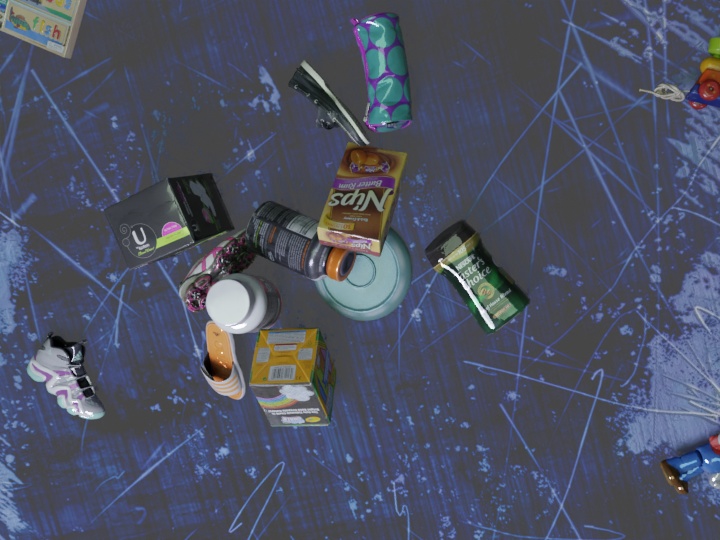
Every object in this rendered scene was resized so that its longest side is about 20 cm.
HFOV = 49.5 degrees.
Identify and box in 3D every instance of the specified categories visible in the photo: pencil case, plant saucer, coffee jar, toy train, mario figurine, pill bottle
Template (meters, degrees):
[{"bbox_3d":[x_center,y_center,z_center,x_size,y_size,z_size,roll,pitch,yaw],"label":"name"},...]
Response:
[{"bbox_3d":[0.039,-0.353,1.401,0.091,0.085,0.202,-10,97,-15],"label":"pencil case"},{"bbox_3d":[0.000,0.000,1.498,0.198,0.027,0.203,2,100,13],"label":"plant saucer"},{"bbox_3d":[0.210,0.010,1.421,0.104,0.085,0.201,-40,88,15],"label":"coffee jar"},{"bbox_3d":[0.576,-0.331,1.291,0.198,0.085,0.117,16,92,10],"label":"toy train"},{"bbox_3d":[0.634,0.332,1.362,0.199,0.123,0.107,-36,77,20],"label":"mario figurine"},{"bbox_3d":[-0.219,0.062,1.459,0.109,0.200,0.112,0,87,7],"label":"pill bottle"},{"bbox_3d":[-0.107,-0.048,1.452,0.199,0.106,0.107,24,104,22],"label":"pill bottle"}]

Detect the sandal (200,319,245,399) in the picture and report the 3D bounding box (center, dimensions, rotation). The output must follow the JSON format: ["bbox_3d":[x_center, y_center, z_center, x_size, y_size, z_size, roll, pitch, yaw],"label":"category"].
[{"bbox_3d":[-0.282,0.187,1.534,0.078,0.059,0.208,14,132,23],"label":"sandal"}]

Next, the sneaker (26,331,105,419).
[{"bbox_3d":[-0.597,0.209,1.639,0.199,0.078,0.141,36,105,5],"label":"sneaker"}]

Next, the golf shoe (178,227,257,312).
[{"bbox_3d":[-0.282,-0.016,1.533,0.200,0.092,0.073,-44,132,-3],"label":"golf shoe"}]

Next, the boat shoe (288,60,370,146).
[{"bbox_3d":[-0.062,-0.293,1.435,0.066,0.074,0.200,-40,84,10],"label":"boat shoe"}]

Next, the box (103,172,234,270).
[{"bbox_3d":[-0.354,-0.096,1.472,0.147,0.200,0.125,-22,94,15],"label":"box"}]

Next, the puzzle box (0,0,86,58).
[{"bbox_3d":[-0.650,-0.523,1.561,0.198,0.025,0.134,23,102,8],"label":"puzzle box"}]

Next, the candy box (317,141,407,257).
[{"bbox_3d":[0.007,-0.130,1.401,0.115,0.057,0.202,12,61,10],"label":"candy box"}]

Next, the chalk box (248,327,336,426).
[{"bbox_3d":[-0.120,0.216,1.490,0.123,0.125,0.201,-3,141,11],"label":"chalk box"}]
